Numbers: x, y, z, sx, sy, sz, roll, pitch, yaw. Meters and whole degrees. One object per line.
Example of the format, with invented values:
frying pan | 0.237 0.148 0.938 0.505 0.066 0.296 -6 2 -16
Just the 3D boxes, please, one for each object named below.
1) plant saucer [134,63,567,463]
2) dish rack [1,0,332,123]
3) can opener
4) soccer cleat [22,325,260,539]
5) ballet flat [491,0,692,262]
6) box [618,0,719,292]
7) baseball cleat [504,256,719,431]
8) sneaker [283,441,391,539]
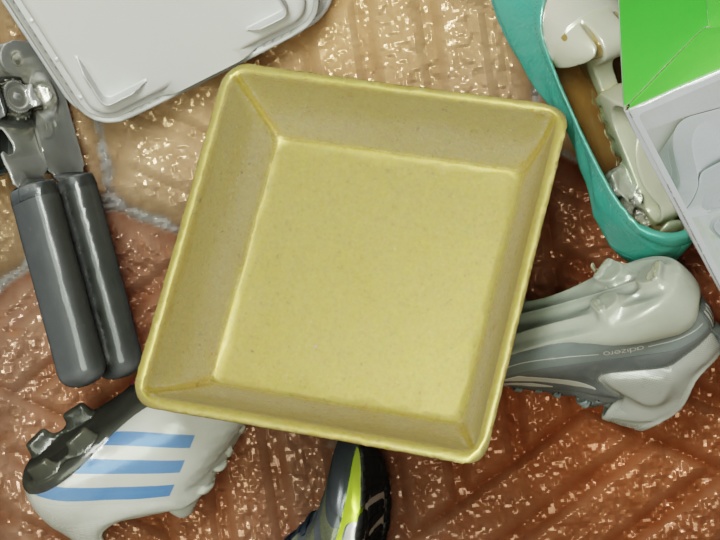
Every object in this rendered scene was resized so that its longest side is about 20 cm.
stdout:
plant saucer | 0.000 0.000 1.562 0.199 0.048 0.201 9 73 19
dish rack | -0.123 -0.178 1.574 0.171 0.044 0.200 -26 118 11
can opener | -0.179 -0.031 1.644 0.067 0.053 0.201 -20 84 48
soccer cleat | -0.096 0.087 1.650 0.200 0.070 0.086 -34 115 12
ballet flat | 0.133 -0.098 1.553 0.067 0.070 0.201 -27 96 -24
box | 0.202 -0.075 1.450 0.096 0.200 0.177 -23 117 17
baseball cleat | 0.102 0.054 1.590 0.199 0.070 0.107 -13 127 33
sneaker | -0.044 0.180 1.644 0.081 0.074 0.201 24 102 11
